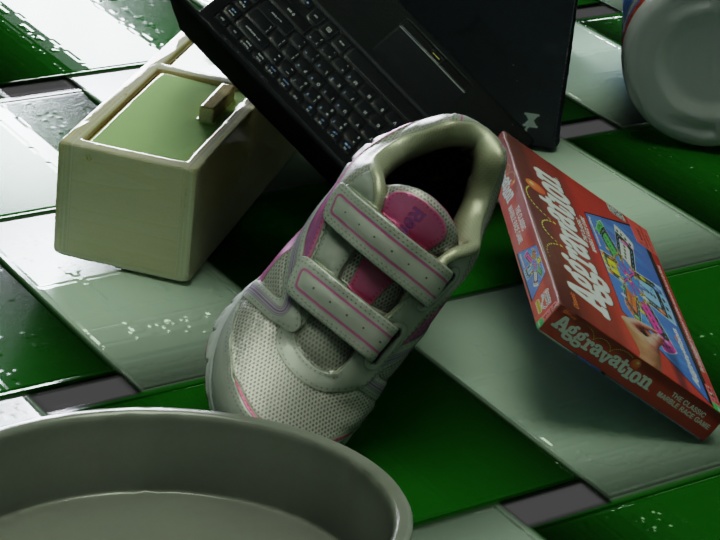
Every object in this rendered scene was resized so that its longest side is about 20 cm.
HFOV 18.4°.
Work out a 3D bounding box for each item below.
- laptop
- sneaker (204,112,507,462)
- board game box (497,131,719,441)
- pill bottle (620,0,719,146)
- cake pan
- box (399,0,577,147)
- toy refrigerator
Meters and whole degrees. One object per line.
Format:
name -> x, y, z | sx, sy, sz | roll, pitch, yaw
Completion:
laptop -> 0.002, -0.102, 1.150 | 0.177, 0.103, 0.200 | 46, 50, 0
sneaker -> 0.000, 0.000, 0.980 | 0.081, 0.088, 0.200 | 33, 61, -6
board game box -> 0.117, 0.002, 1.101 | 0.103, 0.019, 0.200 | 32, 20, -19
pill bottle -> 0.222, -0.166, 1.416 | 0.112, 0.113, 0.200 | 8, 26, 3
cake pan -> -0.080, 0.106, 0.849 | 0.199, 0.037, 0.200 | 2, 19, -1
box -> 0.038, -0.178, 1.391 | 0.196, 0.118, 0.200 | 8, 27, 2
toy refrigerator -> -0.092, -0.072, 1.196 | 0.076, 0.070, 0.200 | 12, 26, 12
